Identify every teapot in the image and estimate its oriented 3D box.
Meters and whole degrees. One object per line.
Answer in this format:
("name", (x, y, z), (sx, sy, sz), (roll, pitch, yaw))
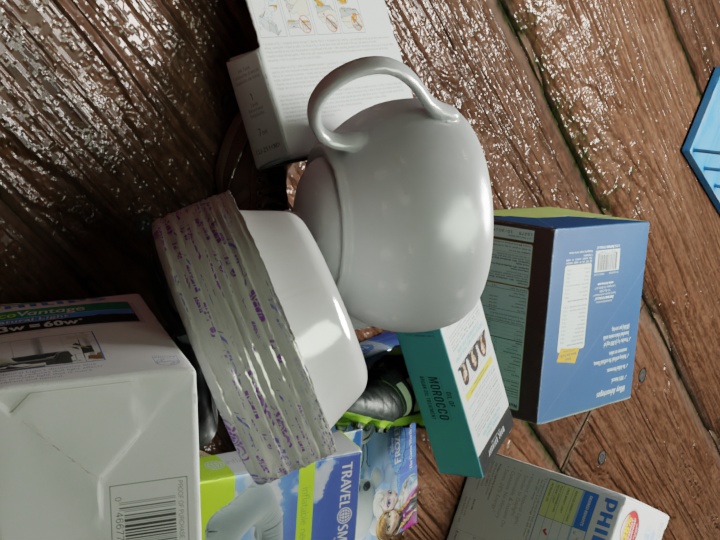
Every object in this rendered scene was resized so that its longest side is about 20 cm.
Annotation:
("teapot", (0.008, -0.044, 0.939), (0.145, 0.197, 0.202), (-3, 84, -18))

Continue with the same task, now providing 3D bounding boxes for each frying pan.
("frying pan", (-0.138, 0.054, 0.943), (0.031, 0.115, 0.192), (-8, 112, -5))

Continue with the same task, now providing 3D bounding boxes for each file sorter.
("file sorter", (0.558, -0.167, 1.672), (0.200, 0.122, 0.140), (42, 67, -45))

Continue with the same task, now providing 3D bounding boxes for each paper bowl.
("paper bowl", (-0.065, 0.039, 0.846), (0.104, 0.201, 0.202), (-24, 122, -5))

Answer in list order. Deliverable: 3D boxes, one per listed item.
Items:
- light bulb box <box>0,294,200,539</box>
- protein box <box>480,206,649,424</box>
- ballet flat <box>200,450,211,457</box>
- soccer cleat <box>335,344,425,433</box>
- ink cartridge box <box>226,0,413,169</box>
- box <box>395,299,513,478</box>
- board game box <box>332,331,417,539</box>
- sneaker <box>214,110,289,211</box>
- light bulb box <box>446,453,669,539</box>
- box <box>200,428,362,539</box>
("light bulb box", (-0.187, 0.135, 0.795), (0.124, 0.200, 0.200), (-4, 104, -19))
("protein box", (0.199, 0.041, 1.298), (0.198, 0.134, 0.202), (-6, 104, -48))
("ballet flat", (-0.094, 0.229, 1.044), (0.075, 0.068, 0.201), (-16, 112, 2))
("soccer cleat", (0.026, 0.109, 1.114), (0.199, 0.067, 0.082), (8, 82, -56))
("ink cartridge box", (-0.037, -0.186, 1.028), (0.199, 0.043, 0.175), (-18, 91, -53))
("box", (0.085, 0.086, 1.101), (0.082, 0.049, 0.201), (-49, 130, -46))
("board game box", (-0.022, 0.181, 1.149), (0.198, 0.043, 0.202), (-18, 111, -45))
("sneaker", (-0.079, -0.037, 1.005), (0.070, 0.075, 0.202), (4, 96, -49))
("light bulb box", (0.206, 0.326, 1.327), (0.125, 0.199, 0.200), (28, 78, -48))
("box", (-0.077, 0.206, 0.986), (0.199, 0.048, 0.123), (-6, 109, -30))
